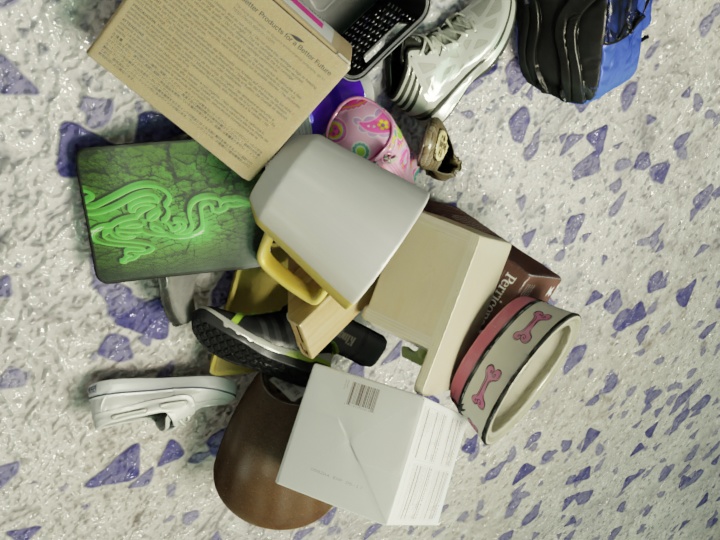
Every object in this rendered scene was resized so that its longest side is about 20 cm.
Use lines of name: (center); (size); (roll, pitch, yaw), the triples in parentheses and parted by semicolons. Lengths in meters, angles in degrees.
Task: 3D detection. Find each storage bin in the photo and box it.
storage bin: (-0.029, -0.321, 0.893); (0.135, 0.094, 0.200); (-44, 138, -3)

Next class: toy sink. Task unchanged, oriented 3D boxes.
toy sink: (0.085, 0.036, 1.033); (0.130, 0.112, 0.201); (4, 107, -63)

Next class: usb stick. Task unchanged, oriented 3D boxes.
usb stick: (-0.034, 0.086, 1.164); (0.056, 0.033, 0.200); (-52, 137, 6)

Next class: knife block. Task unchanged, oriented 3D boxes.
knife block: (0.000, 0.000, 1.031); (0.175, 0.201, 0.064); (-11, 133, 6)

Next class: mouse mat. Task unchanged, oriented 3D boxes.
mouse mat: (-0.201, -0.066, 0.925); (0.199, 0.008, 0.162); (-6, 117, -9)

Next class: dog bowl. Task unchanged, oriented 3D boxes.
dog bowl: (0.192, 0.119, 1.066); (0.200, 0.074, 0.201); (-40, 152, -27)

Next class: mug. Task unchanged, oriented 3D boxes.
mug: (-0.042, -0.049, 0.882); (0.153, 0.149, 0.187); (35, 101, -4)

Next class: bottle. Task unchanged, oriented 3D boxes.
bottle: (-0.079, -0.184, 0.969); (0.199, 0.065, 0.084); (-23, 109, -24)

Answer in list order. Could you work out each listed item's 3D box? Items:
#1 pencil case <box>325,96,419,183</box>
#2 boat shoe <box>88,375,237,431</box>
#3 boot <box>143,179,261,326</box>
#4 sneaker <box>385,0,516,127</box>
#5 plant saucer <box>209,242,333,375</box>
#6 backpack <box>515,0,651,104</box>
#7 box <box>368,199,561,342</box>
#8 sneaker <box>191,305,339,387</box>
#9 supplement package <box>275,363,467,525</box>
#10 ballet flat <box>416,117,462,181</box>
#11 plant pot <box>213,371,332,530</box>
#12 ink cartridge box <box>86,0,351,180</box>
pencil case: (0.018, -0.140, 1.012); (0.088, 0.087, 0.200); (-49, 167, 3)
boat shoe: (-0.252, 0.176, 1.090); (0.199, 0.066, 0.074); (2, 159, -31)
boot: (-0.175, -0.021, 0.988); (0.131, 0.070, 0.201); (-7, 129, -9)
sneaker: (0.106, -0.281, 1.040); (0.115, 0.076, 0.201); (21, 109, -47)
plant saucer: (-0.104, 0.041, 1.135); (0.199, 0.048, 0.201); (-1, 121, -38)
backpack: (0.300, -0.328, 1.096); (0.167, 0.162, 0.201); (-27, 133, -24)
box: (0.138, 0.021, 1.172); (0.166, 0.200, 0.164); (-59, 155, 13)
sneaker: (-0.118, 0.079, 1.053); (0.199, 0.083, 0.072); (28, 145, -26)
supplement package: (0.022, 0.221, 1.050); (0.200, 0.151, 0.151); (36, 70, -63)
ballet flat: (0.105, -0.150, 1.087); (0.200, 0.046, 0.068); (29, 81, -80)
plant pot: (-0.101, 0.216, 1.146); (0.186, 0.187, 0.201); (-14, 136, -30)
ink cartridge box: (-0.132, -0.214, 0.815); (0.200, 0.075, 0.165); (39, 114, -18)
